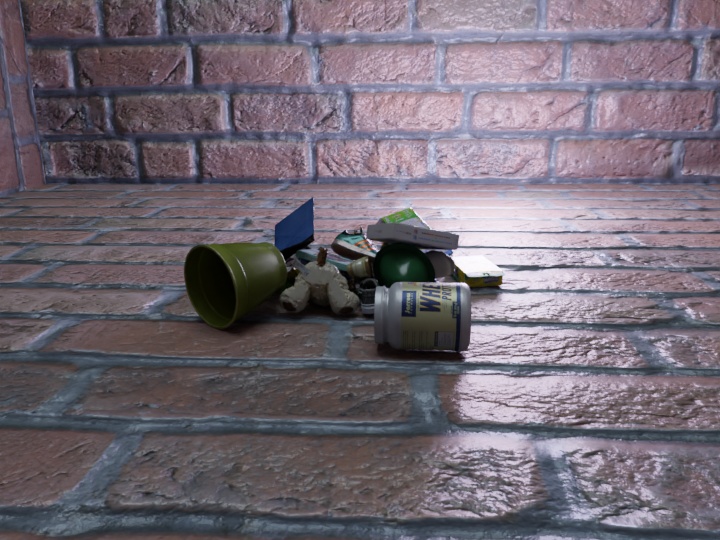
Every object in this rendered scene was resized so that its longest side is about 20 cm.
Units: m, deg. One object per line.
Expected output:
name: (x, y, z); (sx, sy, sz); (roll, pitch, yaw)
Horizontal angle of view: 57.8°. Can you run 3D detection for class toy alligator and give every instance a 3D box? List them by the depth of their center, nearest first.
toy alligator: (-0.193, 0.042, 1.769); (0.054, 0.059, 0.200); (40, 18, -4)

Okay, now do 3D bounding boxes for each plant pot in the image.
plant pot: (-0.287, 0.014, 1.576); (0.200, 0.202, 0.192); (13, 23, 39)

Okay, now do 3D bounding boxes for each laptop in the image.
laptop: (-0.220, -0.088, 1.751); (0.187, 0.116, 0.200); (-31, -4, 41)

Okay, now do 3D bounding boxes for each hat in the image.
hat: (0.084, 0.039, 1.596); (0.199, 0.167, 0.176); (-7, 20, 32)

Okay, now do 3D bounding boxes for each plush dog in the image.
plush dog: (-0.098, 0.036, 1.658); (0.198, 0.162, 0.172); (2, -11, 1)

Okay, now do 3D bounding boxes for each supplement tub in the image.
supplement tub: (0.131, 0.097, 1.389); (0.198, 0.146, 0.145); (1, 16, 5)

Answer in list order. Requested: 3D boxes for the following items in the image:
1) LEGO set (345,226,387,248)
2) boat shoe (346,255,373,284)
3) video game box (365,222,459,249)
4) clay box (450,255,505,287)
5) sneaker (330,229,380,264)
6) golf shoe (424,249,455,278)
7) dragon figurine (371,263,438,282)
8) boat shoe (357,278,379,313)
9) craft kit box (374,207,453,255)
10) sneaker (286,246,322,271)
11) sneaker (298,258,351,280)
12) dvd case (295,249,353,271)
LEGO set: (0.025, -0.086, 2.007); (0.198, 0.117, 0.154); (-4, 14, 4)
boat shoe: (0.000, 0.000, 1.737); (0.062, 0.074, 0.200); (-10, -11, 2)
video game box: (0.131, -0.088, 1.701); (0.181, 0.047, 0.200); (11, -2, -19)
clay box: (0.330, 0.005, 1.878); (0.114, 0.048, 0.200); (-3, 17, -8)
sneaker: (0.017, -0.061, 1.885); (0.199, 0.072, 0.080); (25, 58, 12)
golf shoe: (0.147, -0.009, 1.706); (0.199, 0.079, 0.097); (6, 23, 34)
dragon figurine: (0.121, 0.029, 1.776); (0.099, 0.059, 0.199); (-13, 25, -43)
boat shoe: (0.029, 0.054, 1.664); (0.072, 0.071, 0.200); (-3, 10, -3)
craft kit box: (0.160, -0.091, 1.937); (0.198, 0.049, 0.200); (51, 33, 11)
sneaker: (-0.189, -0.042, 1.989); (0.198, 0.087, 0.080); (1, 14, 8)
sneaker: (-0.103, 0.002, 1.890); (0.199, 0.078, 0.085); (24, 18, 40)
dvd case: (-0.084, -0.030, 1.786); (0.145, 0.022, 0.200); (16, 4, 10)
